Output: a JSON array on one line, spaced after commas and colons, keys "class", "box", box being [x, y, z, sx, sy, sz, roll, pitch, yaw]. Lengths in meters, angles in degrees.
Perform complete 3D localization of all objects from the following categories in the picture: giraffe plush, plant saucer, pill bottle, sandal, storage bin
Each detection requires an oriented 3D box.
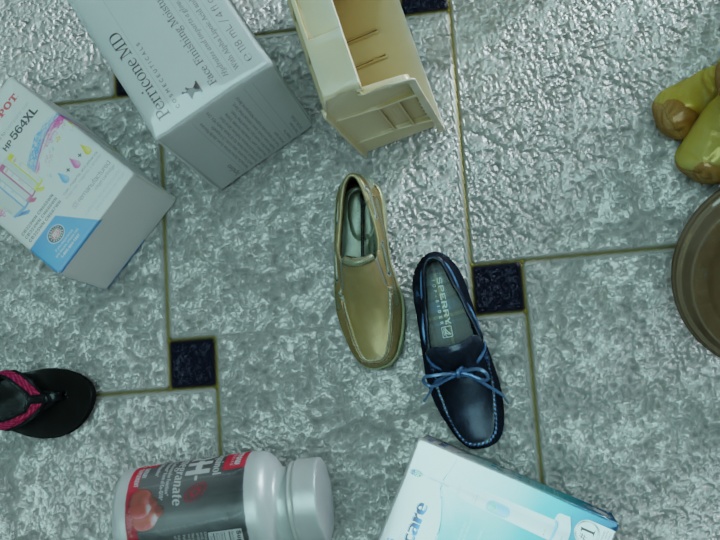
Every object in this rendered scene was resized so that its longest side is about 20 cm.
[{"class": "giraffe plush", "box": [0.381, -0.176, 0.925, 0.172, 0.162, 0.200, 32, 89, 12]}, {"class": "plant saucer", "box": [0.394, 0.005, 0.928, 0.199, 0.029, 0.201, 2, 107, 8]}, {"class": "pill bottle", "box": [-0.131, 0.237, 0.978, 0.199, 0.111, 0.111, -9, 80, 8]}, {"class": "sandal", "box": [-0.381, 0.138, 1.066, 0.199, 0.045, 0.075, 3, 82, 10]}, {"class": "storage bin", "box": [-0.005, -0.237, 0.982, 0.093, 0.199, 0.201, -20, 79, 10]}]

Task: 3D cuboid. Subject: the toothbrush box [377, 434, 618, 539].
[{"class": "toothbrush box", "box": [0.122, 0.262, 0.945, 0.199, 0.085, 0.147, 21, 86, 11]}]

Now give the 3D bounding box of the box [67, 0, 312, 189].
[{"class": "box", "box": [-0.169, -0.214, 1.003, 0.131, 0.200, 0.199, -35, 78, 2]}]

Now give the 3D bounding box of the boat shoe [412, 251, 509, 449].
[{"class": "boat shoe", "box": [0.086, 0.080, 0.985, 0.084, 0.069, 0.201, -22, 79, 6]}]

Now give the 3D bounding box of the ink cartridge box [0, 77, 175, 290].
[{"class": "ink cartridge box", "box": [-0.324, -0.095, 1.050, 0.200, 0.125, 0.129, 37, 89, 12]}]

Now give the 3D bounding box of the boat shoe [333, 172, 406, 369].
[{"class": "boat shoe", "box": [0.000, 0.000, 1.007, 0.071, 0.076, 0.201, -12, 80, 7]}]
